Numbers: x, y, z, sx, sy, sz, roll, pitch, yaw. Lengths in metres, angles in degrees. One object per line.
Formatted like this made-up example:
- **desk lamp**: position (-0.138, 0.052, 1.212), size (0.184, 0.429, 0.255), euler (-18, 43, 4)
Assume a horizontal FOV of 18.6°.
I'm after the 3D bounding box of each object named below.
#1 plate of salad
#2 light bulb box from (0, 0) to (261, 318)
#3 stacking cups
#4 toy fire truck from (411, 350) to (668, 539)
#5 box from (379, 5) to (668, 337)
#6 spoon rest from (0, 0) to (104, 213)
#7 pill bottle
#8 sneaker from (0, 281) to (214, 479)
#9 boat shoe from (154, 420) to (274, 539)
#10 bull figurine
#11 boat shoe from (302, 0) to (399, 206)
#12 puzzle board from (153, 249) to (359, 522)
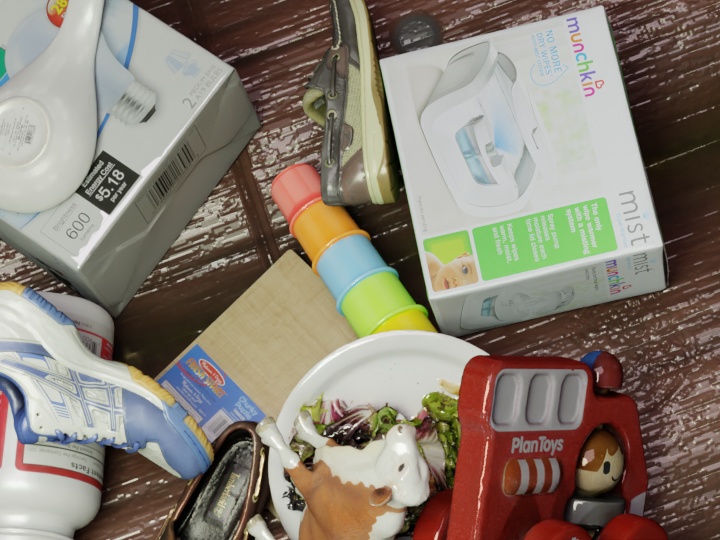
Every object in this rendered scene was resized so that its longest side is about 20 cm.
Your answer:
- **plate of salad**: position (0.034, 0.142, 1.557), size (0.199, 0.048, 0.201), euler (0, 103, 0)
- **light bulb box**: position (-0.218, -0.107, 1.682), size (0.200, 0.125, 0.198), euler (33, 78, 16)
- **stacking cups**: position (0.000, 0.000, 1.637), size (0.060, 0.061, 0.200), euler (-30, 62, -3)
- **toy fire truck**: position (0.131, 0.138, 1.476), size (0.112, 0.200, 0.168), euler (14, 98, 42)
- **box**: position (0.122, -0.071, 1.637), size (0.176, 0.097, 0.200), euler (-13, 68, 6)
- **spoon rest**: position (-0.226, -0.138, 1.605), size (0.099, 0.061, 0.201), euler (16, 86, 14)
- **pill bottle**: position (-0.242, 0.124, 1.609), size (0.112, 0.112, 0.201), euler (0, 70, 8)
- **sneaker**: position (-0.199, 0.098, 1.541), size (0.200, 0.075, 0.088), euler (36, 67, -5)
- **boat shoe**: position (-0.116, 0.200, 1.579), size (0.070, 0.070, 0.200), euler (19, 83, 12)
- **bull figurine**: position (-0.014, 0.157, 1.463), size (0.065, 0.200, 0.121), euler (-28, 58, -32)
- **boat shoe**: position (-0.013, -0.134, 1.673), size (0.065, 0.073, 0.200), euler (-10, 51, 2)
- **puzzle board**: position (-0.038, 0.101, 1.640), size (0.151, 0.017, 0.200), euler (-44, 70, -7)
